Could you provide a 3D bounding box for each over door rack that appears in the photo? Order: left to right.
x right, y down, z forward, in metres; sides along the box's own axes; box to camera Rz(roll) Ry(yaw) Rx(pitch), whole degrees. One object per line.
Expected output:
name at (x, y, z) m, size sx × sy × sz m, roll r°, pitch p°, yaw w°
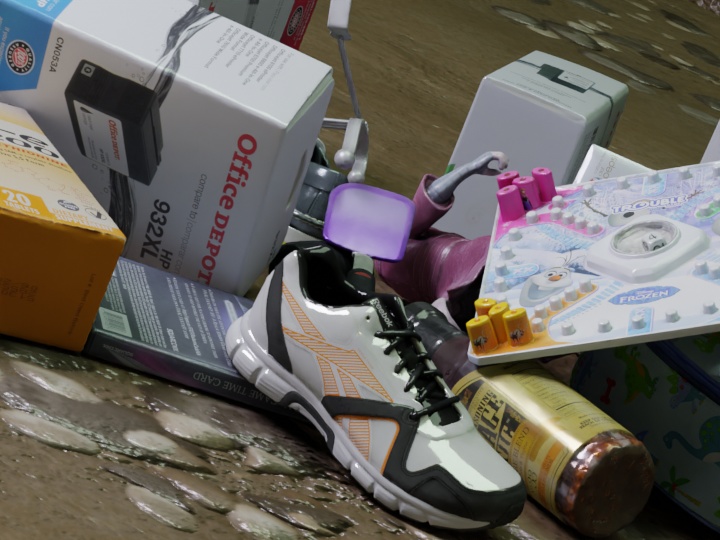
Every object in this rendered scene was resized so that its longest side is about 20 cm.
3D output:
over door rack at (-0.073, -0.113, 1.804) m, size 0.147 × 0.067 × 0.200 m, roll 6°, pitch -28°, yaw 7°

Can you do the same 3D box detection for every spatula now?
spatula at (0.000, 0.000, 1.746) m, size 0.056 × 0.021 × 0.200 m, roll 17°, pitch 27°, yaw -4°

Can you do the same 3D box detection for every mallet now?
mallet at (-0.068, -0.027, 1.852) m, size 0.066 × 0.041 × 0.200 m, roll 8°, pitch 17°, yaw -40°

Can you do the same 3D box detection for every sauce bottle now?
sauce bottle at (0.086, 0.081, 1.646) m, size 0.066 × 0.066 × 0.200 m, roll 9°, pitch 18°, yaw -41°

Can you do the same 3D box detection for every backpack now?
backpack at (0.229, 0.059, 1.727) m, size 0.183 × 0.147 × 0.200 m, roll 38°, pitch 26°, yaw 15°

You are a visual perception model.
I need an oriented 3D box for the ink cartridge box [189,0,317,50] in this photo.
ink cartridge box at (-0.121, -0.154, 1.991) m, size 0.083 × 0.146 × 0.200 m, roll 29°, pitch 16°, yaw 19°

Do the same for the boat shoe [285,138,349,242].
boat shoe at (-0.037, -0.069, 1.980) m, size 0.072 × 0.062 × 0.200 m, roll 20°, pitch 16°, yaw -14°

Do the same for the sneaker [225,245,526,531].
sneaker at (0.013, 0.063, 1.535) m, size 0.200 × 0.080 × 0.074 m, roll 38°, pitch 26°, yaw 21°

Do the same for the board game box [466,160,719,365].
board game box at (0.167, -0.019, 1.680) m, size 0.198 × 0.026 × 0.200 m, roll -9°, pitch 28°, yaw 14°

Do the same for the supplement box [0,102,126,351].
supplement box at (-0.224, -0.039, 1.587) m, size 0.125 × 0.074 × 0.200 m, roll 15°, pitch 17°, yaw -30°

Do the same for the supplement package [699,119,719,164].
supplement package at (0.259, 0.004, 1.892) m, size 0.109 × 0.201 × 0.114 m, roll 28°, pitch 15°, yaw 16°

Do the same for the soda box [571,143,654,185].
soda box at (0.171, -0.014, 1.929) m, size 0.068 × 0.064 × 0.200 m, roll 25°, pitch -14°, yaw 10°

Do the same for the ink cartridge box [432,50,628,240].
ink cartridge box at (0.118, -0.070, 2.053) m, size 0.083 × 0.147 × 0.200 m, roll 24°, pitch 14°, yaw 10°

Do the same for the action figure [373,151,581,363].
action figure at (0.064, 0.012, 1.850) m, size 0.149 × 0.135 × 0.199 m, roll -39°, pitch 35°, yaw -24°

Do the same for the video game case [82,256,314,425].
video game case at (-0.069, 0.044, 1.635) m, size 0.199 × 0.019 × 0.143 m, roll 19°, pitch 16°, yaw -16°

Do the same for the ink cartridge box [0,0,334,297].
ink cartridge box at (-0.133, -0.087, 1.719) m, size 0.199 × 0.146 × 0.084 m, roll 25°, pitch 36°, yaw 8°
